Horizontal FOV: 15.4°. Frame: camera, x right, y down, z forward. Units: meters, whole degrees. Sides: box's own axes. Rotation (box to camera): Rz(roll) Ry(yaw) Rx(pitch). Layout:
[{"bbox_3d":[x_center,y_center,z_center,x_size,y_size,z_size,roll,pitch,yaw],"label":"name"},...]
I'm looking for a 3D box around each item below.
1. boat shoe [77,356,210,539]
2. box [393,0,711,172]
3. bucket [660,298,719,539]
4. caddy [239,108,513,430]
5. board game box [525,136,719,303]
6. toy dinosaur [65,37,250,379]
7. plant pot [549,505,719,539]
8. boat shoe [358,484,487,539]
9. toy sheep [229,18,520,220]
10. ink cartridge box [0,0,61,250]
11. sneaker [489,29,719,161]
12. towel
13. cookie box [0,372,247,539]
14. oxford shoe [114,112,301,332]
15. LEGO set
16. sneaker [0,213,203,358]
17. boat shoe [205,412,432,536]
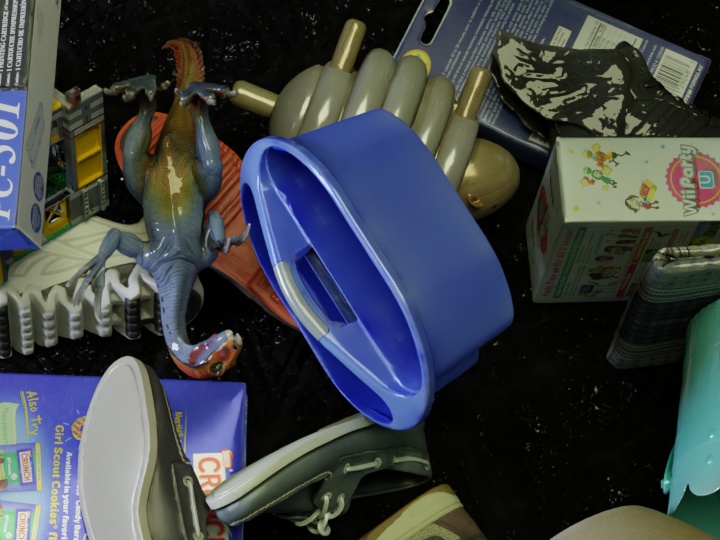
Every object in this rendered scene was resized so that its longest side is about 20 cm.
[{"bbox_3d":[-0.124,0.151,1.620,0.063,0.073,0.200,13,59,-40],"label":"boat shoe"},{"bbox_3d":[0.128,-0.133,1.841,0.200,0.032,0.121,25,68,4],"label":"box"},{"bbox_3d":[0.292,0.100,1.672,0.207,0.207,0.135,5,66,-2],"label":"bucket"},{"bbox_3d":[0.000,0.000,1.629,0.105,0.141,0.200,-27,77,-26],"label":"caddy"},{"bbox_3d":[0.218,-0.032,1.745,0.200,0.148,0.064,-1,69,-6],"label":"board game box"},{"bbox_3d":[-0.103,-0.031,1.688,0.105,0.182,0.200,2,25,18],"label":"toy dinosaur"},{"bbox_3d":[0.164,0.223,1.613,0.200,0.200,0.135,-23,65,-13],"label":"plant pot"},{"bbox_3d":[0.000,0.215,1.667,0.201,0.072,0.066,-38,70,-22],"label":"boat shoe"},{"bbox_3d":[0.010,-0.088,1.762,0.200,0.138,0.138,20,67,1],"label":"toy sheep"},{"bbox_3d":[-0.240,-0.111,1.652,0.094,0.044,0.200,-2,71,15],"label":"ink cartridge box"},{"bbox_3d":[0.189,-0.110,1.789,0.200,0.060,0.104,-2,72,-3],"label":"sneaker"},{"bbox_3d":[0.266,0.008,1.708,0.200,0.193,0.035,-8,70,-6],"label":"towel"},{"bbox_3d":[-0.173,0.157,1.675,0.200,0.075,0.171,3,68,-3],"label":"cookie box"},{"bbox_3d":[-0.086,-0.024,1.761,0.071,0.073,0.200,-43,77,-10],"label":"oxford shoe"},{"bbox_3d":[-0.255,-0.093,1.715,0.154,0.116,0.200,-26,48,-27],"label":"LEGO set"},{"bbox_3d":[-0.206,0.006,1.743,0.200,0.075,0.081,-6,60,-15],"label":"sneaker"},{"bbox_3d":[-0.019,0.130,1.662,0.200,0.073,0.062,-21,86,-55],"label":"boat shoe"}]
